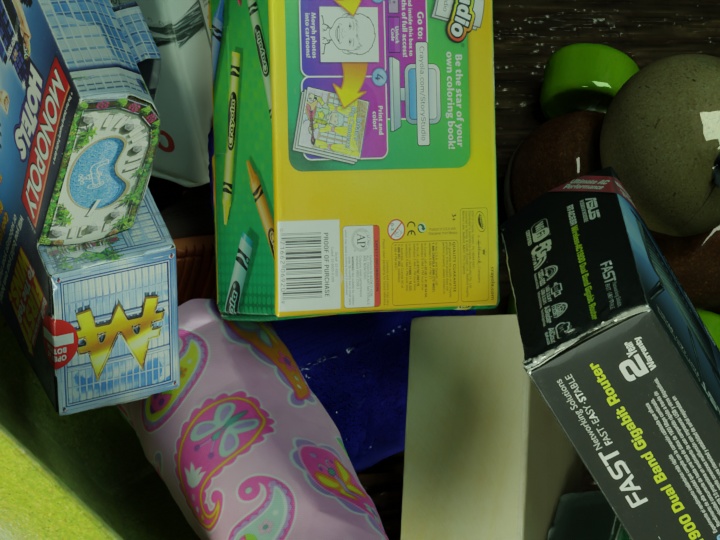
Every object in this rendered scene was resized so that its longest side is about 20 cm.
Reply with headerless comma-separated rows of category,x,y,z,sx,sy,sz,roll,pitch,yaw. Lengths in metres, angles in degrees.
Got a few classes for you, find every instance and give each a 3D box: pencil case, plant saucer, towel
pencil case,-0.038,0.103,1.176,0.087,0.088,0.200,-7,45,-29
plant saucer,-0.136,0.082,1.173,0.048,0.200,0.200,-39,119,6
towel,0.000,0.000,1.291,0.147,0.049,0.201,-26,123,-34

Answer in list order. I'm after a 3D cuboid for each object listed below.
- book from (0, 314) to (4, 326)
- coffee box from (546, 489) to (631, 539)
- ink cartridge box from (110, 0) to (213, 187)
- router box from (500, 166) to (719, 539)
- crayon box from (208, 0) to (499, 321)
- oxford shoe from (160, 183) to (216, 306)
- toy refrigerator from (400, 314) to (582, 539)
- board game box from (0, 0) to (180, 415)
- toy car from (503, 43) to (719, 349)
book,-0.245,-0.041,1.257,0.199,0.048,0.134,31,60,-10
coffee box,0.133,0.214,1.264,0.201,0.044,0.123,58,38,-36
ink cartridge box,-0.116,-0.155,1.260,0.083,0.146,0.201,-39,132,-36
router box,0.139,0.071,1.202,0.201,0.062,0.150,57,13,-22
crayon box,-0.003,-0.081,1.201,0.118,0.058,0.202,-2,92,-32
oxford shoe,-0.073,-0.015,1.329,0.199,0.072,0.073,-9,52,-35
toy refrigerator,0.059,0.126,1.265,0.076,0.069,0.202,23,68,-62
board game box,-0.128,-0.053,1.148,0.061,0.200,0.201,-13,61,-26
toy car,0.179,-0.054,1.384,0.157,0.200,0.165,20,60,-17
